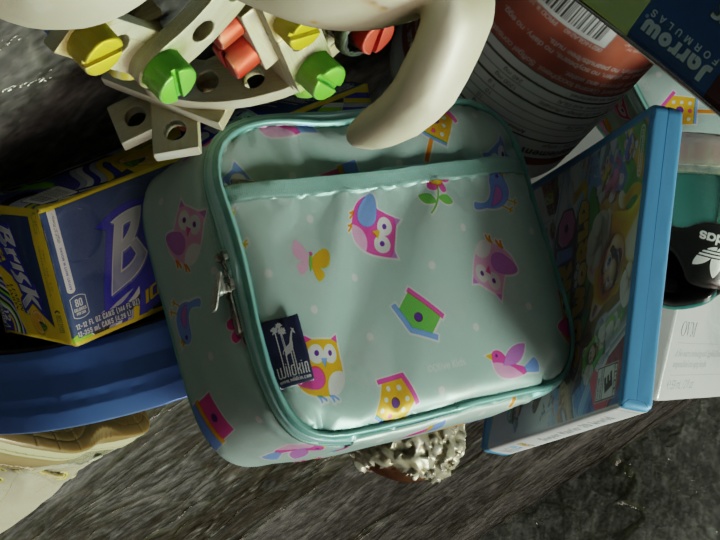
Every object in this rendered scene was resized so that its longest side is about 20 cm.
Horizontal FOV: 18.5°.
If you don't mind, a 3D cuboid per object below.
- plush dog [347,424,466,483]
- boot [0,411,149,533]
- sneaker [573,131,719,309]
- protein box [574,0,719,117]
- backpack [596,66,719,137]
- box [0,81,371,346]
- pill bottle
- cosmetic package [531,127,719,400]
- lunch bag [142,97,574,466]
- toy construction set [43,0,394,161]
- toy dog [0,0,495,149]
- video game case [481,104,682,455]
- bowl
[{"bbox_3d":[0.020,0.009,1.321,0.172,0.200,0.161,-36,-157,50],"label":"plush dog"},{"bbox_3d":[-0.222,0.113,1.254,0.154,0.072,0.200,-36,166,15],"label":"boot"},{"bbox_3d":[0.148,-0.020,1.137,0.071,0.080,0.200,9,174,-9],"label":"sneaker"},{"bbox_3d":[0.223,-0.142,0.963,0.199,0.135,0.200,-53,154,10],"label":"protein box"},{"bbox_3d":[0.224,-0.132,1.226,0.199,0.176,0.153,-32,-177,-6],"label":"backpack"},{"bbox_3d":[-0.082,-0.031,1.066,0.199,0.070,0.064,-24,-161,-35],"label":"box"},{"bbox_3d":[0.085,-0.119,1.118,0.112,0.112,0.200,-19,159,-46],"label":"pill bottle"},{"bbox_3d":[0.184,-0.027,1.423,0.199,0.122,0.201,4,98,-68],"label":"cosmetic package"},{"bbox_3d":[0.000,0.000,1.026,0.199,0.161,0.077,-9,172,-40],"label":"lunch bag"},{"bbox_3d":[-0.059,-0.100,0.895,0.131,0.092,0.200,-41,169,-8],"label":"toy construction set"},{"bbox_3d":[-0.048,-0.133,0.670,0.199,0.195,0.139,-5,-158,37],"label":"toy dog"},{"bbox_3d":[0.107,0.011,1.101,0.018,0.144,0.200,11,167,-13],"label":"video game case"},{"bbox_3d":[-0.109,0.027,1.109,0.200,0.040,0.201,-14,-168,3],"label":"bowl"}]
